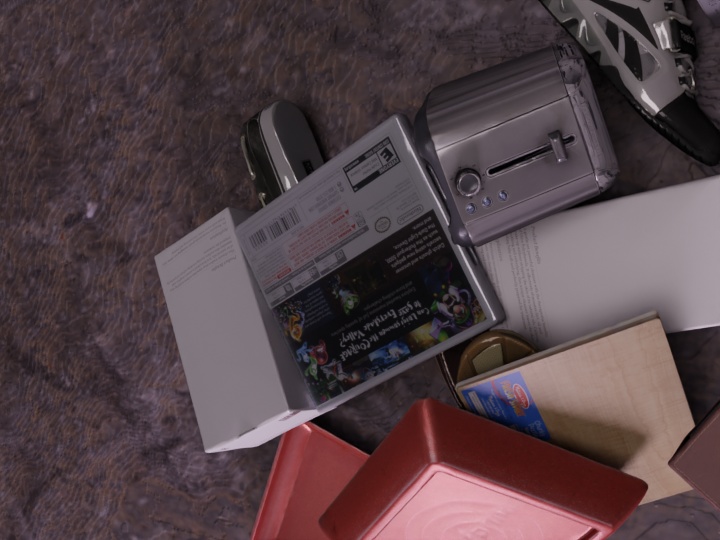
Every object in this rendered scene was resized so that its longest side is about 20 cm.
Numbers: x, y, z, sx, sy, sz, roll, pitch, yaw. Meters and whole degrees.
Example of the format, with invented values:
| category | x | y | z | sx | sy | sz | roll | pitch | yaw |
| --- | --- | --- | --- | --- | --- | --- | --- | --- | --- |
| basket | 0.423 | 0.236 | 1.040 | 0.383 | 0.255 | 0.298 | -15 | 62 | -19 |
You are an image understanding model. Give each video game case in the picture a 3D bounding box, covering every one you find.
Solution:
| category | x | y | z | sx | sy | sz | roll | pitch | yaw |
| --- | --- | --- | --- | --- | --- | --- | --- | --- | --- |
| video game case | 0.000 | 0.000 | 0.743 | 0.198 | 0.023 | 0.184 | -30 | 82 | 31 |

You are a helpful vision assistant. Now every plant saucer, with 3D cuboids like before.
| category | x | y | z | sx | sy | sz | roll | pitch | yaw |
| --- | --- | --- | --- | --- | --- | --- | --- | --- | --- |
| plant saucer | 0.089 | 0.199 | 0.693 | 0.197 | 0.037 | 0.201 | 23 | 132 | -12 |
| plant saucer | -0.009 | 0.265 | 0.849 | 0.197 | 0.037 | 0.203 | 24 | 105 | 23 |

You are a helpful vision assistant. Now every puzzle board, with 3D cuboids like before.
| category | x | y | z | sx | sy | sz | roll | pitch | yaw |
| --- | --- | --- | --- | --- | --- | --- | --- | --- | --- |
| puzzle board | 0.174 | 0.122 | 0.670 | 0.148 | 0.018 | 0.201 | -21 | 127 | 14 |

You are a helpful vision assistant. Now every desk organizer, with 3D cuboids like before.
| category | x | y | z | sx | sy | sz | roll | pitch | yaw |
| --- | --- | --- | --- | --- | --- | --- | --- | --- | --- |
| desk organizer | 0.274 | 0.112 | 0.599 | 0.077 | 0.199 | 0.072 | 43 | 111 | 19 |

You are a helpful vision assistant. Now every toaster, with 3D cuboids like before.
| category | x | y | z | sx | sy | sz | roll | pitch | yaw |
| --- | --- | --- | --- | --- | --- | --- | --- | --- | --- |
| toaster | 0.120 | -0.102 | 0.677 | 0.127 | 0.200 | 0.115 | -19 | 104 | 16 |

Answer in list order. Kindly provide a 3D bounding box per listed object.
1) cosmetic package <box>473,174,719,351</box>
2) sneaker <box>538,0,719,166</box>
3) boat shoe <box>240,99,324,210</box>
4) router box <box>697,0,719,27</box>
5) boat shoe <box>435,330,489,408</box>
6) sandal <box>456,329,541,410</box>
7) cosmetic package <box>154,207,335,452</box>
| category | x | y | z | sx | sy | sz | roll | pitch | yaw |
| --- | --- | --- | --- | --- | --- | --- | --- | --- | --- |
| cosmetic package | 0.197 | -0.001 | 0.691 | 0.197 | 0.084 | 0.110 | -11 | 90 | 27 |
| sneaker | 0.221 | -0.172 | 0.667 | 0.088 | 0.074 | 0.201 | -41 | 73 | 20 |
| boat shoe | -0.059 | -0.055 | 0.831 | 0.063 | 0.070 | 0.204 | -22 | 83 | 37 |
| router box | 0.220 | -0.270 | 0.588 | 0.048 | 0.199 | 0.183 | -20 | 86 | 27 |
| boat shoe | 0.079 | 0.033 | 0.761 | 0.071 | 0.072 | 0.204 | -10 | 90 | 27 |
| sandal | 0.141 | 0.105 | 0.701 | 0.080 | 0.199 | 0.055 | -35 | 36 | 22 |
| cosmetic package | -0.111 | 0.057 | 0.836 | 0.112 | 0.081 | 0.203 | -26 | 74 | 30 |
